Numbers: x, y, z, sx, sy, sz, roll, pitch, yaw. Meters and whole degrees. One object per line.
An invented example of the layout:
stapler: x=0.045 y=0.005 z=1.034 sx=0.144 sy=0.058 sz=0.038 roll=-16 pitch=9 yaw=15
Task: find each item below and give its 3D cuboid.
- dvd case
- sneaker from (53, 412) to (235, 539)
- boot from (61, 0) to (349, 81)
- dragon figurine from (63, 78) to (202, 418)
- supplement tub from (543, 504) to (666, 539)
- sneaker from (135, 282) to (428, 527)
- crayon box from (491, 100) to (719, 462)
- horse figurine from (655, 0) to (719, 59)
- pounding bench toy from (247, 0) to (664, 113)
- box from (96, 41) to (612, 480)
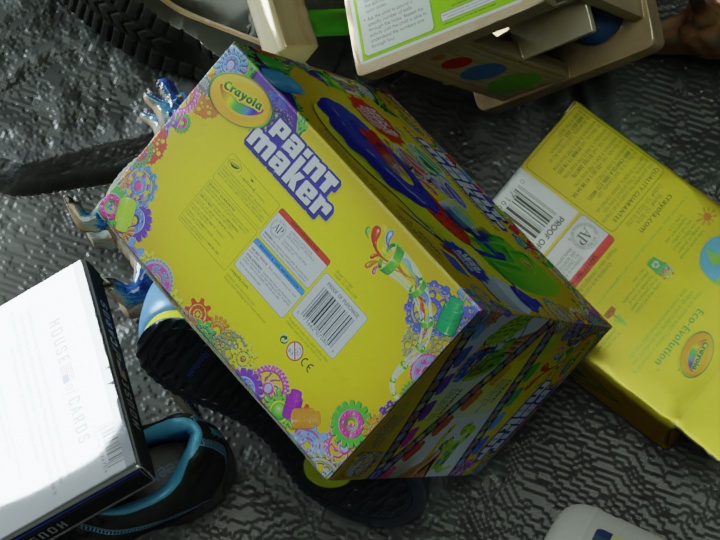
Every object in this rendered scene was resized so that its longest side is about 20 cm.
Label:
dvd case: x=-0.217 y=0.100 z=1.242 sx=0.199 sy=0.025 sz=0.151 roll=-29 pitch=52 yaw=11
sneaker: x=-0.166 y=0.137 z=1.249 sx=0.199 sy=0.082 sz=0.073 roll=-32 pitch=74 yaw=-7
boot: x=-0.087 y=-0.190 z=1.374 sx=0.199 sy=0.078 sz=0.139 roll=31 pitch=68 yaw=2
dragon figurine: x=-0.108 y=-0.020 z=1.309 sx=0.099 sy=0.059 sz=0.201 roll=-26 pitch=66 yaw=0
supplement tub: x=0.170 y=0.226 z=1.169 sx=0.199 sy=0.145 sz=0.146 roll=25 pitch=73 yaw=11
sneaker: x=-0.037 y=0.066 z=1.258 sx=0.200 sy=0.066 sz=0.079 roll=37 pitch=31 yaw=-15
crayon box: x=0.163 y=0.012 z=1.294 sx=0.200 sy=0.051 sz=0.127 roll=39 pitch=77 yaw=15
horse figurine: x=0.251 y=-0.154 z=1.324 sx=0.199 sy=0.133 sz=0.050 roll=2 pitch=66 yaw=-11
pounding bench toy: x=0.053 y=-0.165 z=1.303 sx=0.199 sy=0.156 sz=0.125 roll=-19 pitch=73 yaw=32
box: x=0.000 y=0.000 z=1.199 sx=0.122 sy=0.192 sz=0.200 roll=-48 pitch=69 yaw=15
